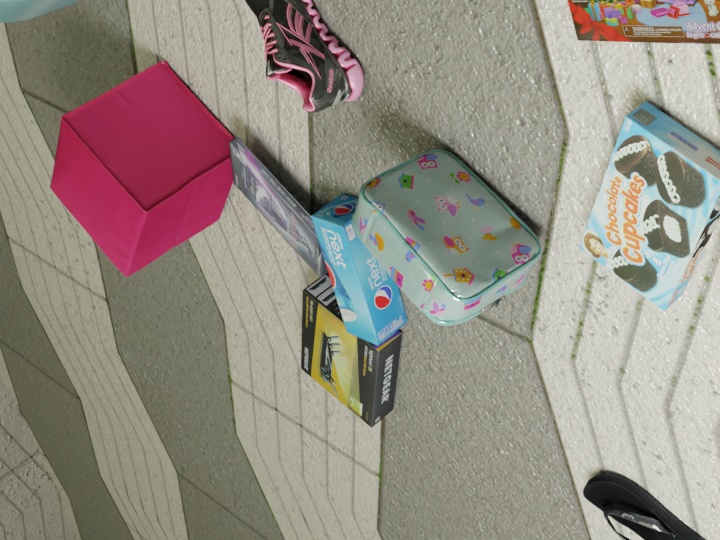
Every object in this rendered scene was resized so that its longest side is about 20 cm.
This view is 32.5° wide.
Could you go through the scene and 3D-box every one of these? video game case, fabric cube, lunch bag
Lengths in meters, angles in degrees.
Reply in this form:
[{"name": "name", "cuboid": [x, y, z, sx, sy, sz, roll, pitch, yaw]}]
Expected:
[{"name": "video game case", "cuboid": [-0.115, -0.088, 1.766, 0.200, 0.019, 0.143, 48, 165, 13]}, {"name": "fabric cube", "cuboid": [-0.321, -0.152, 1.847, 0.196, 0.200, 0.199, 48, 148, 11]}, {"name": "lunch bag", "cuboid": [0.101, -0.038, 1.410, 0.200, 0.160, 0.077, 49, 146, 20]}]

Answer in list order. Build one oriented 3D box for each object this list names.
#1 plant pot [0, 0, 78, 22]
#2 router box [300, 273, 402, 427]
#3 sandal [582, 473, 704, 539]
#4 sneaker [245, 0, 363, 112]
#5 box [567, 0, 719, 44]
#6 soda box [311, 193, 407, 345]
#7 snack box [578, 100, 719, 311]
[{"name": "plant pot", "cuboid": [-0.483, -0.457, 1.748, 0.196, 0.200, 0.196, -8, 115, 57]}, {"name": "router box", "cuboid": [-0.017, 0.122, 1.851, 0.157, 0.052, 0.200, 37, 147, 26]}, {"name": "sandal", "cuboid": [0.359, 0.322, 1.539, 0.200, 0.043, 0.076, 33, 145, 31]}, {"name": "sneaker", "cuboid": [-0.087, -0.272, 1.489, 0.200, 0.095, 0.079, 50, 152, 8]}, {"name": "box", "cuboid": [0.257, -0.265, 1.061, 0.200, 0.039, 0.137, 13, 131, 49]}, {"name": "soda box", "cuboid": [0.000, 0.000, 1.686, 0.068, 0.064, 0.200, 20, 136, 44]}, {"name": "snack box", "cuboid": [0.293, -0.060, 1.230, 0.116, 0.037, 0.200, 40, 148, 23]}]
